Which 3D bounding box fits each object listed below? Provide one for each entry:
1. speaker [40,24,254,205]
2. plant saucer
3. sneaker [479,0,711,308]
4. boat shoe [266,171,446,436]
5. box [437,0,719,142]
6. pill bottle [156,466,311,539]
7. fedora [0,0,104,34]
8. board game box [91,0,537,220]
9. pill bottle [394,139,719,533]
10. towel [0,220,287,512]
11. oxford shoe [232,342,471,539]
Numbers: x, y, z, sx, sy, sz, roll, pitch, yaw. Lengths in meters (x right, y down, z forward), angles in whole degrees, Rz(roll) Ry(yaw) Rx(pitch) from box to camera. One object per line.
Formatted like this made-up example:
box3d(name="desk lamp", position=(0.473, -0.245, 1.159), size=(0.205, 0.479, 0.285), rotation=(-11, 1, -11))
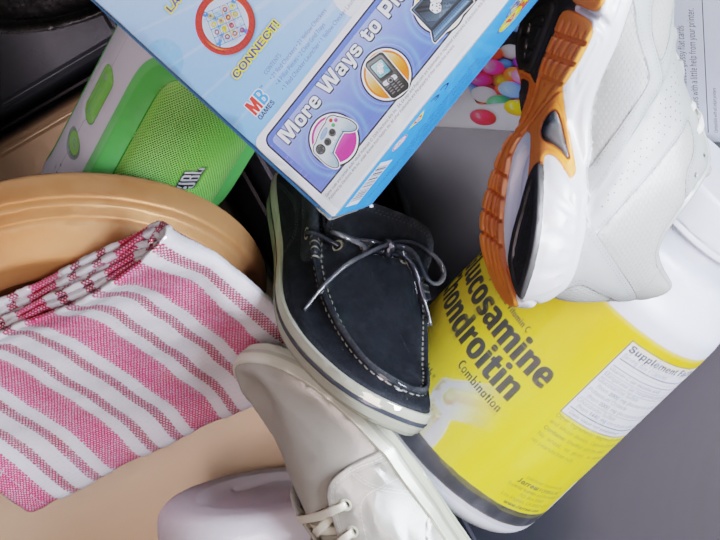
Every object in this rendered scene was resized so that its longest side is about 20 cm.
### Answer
box3d(name="speaker", position=(-0.091, -0.075, 1.325), size=(0.088, 0.088, 0.200), rotation=(37, 136, 3))
box3d(name="plant saucer", position=(-0.144, 0.025, 1.352), size=(0.200, 0.200, 0.038), rotation=(-19, 54, 15))
box3d(name="sneaker", position=(0.117, -0.079, 1.216), size=(0.092, 0.076, 0.201), rotation=(6, 108, -24))
box3d(name="boat shoe", position=(0.000, 0.000, 1.309), size=(0.074, 0.200, 0.062), rotation=(25, 119, -26))
box3d(name="box", position=(0.081, -0.126, 1.292), size=(0.199, 0.041, 0.156), rotation=(5, 146, 12))
box3d(name="pill bottle", position=(-0.036, 0.207, 1.396), size=(0.110, 0.111, 0.201), rotation=(-5, 99, 13))
box3d(name="fedora", position=(-0.159, -0.180, 1.279), size=(0.200, 0.092, 0.201), rotation=(-7, 120, -13))
box3d(name="board game box", position=(-0.016, -0.161, 1.175), size=(0.196, 0.056, 0.200), rotation=(43, 107, 9))
box3d(name="pill bottle", position=(0.103, 0.024, 1.322), size=(0.112, 0.112, 0.200), rotation=(44, 110, 1))
box3d(name="towel", position=(-0.126, 0.053, 1.338), size=(0.200, 0.146, 0.030), rotation=(-26, 53, 24))
box3d(name="oxford shoe", position=(0.003, 0.120, 1.307), size=(0.058, 0.075, 0.200), rotation=(-40, 97, -25))
